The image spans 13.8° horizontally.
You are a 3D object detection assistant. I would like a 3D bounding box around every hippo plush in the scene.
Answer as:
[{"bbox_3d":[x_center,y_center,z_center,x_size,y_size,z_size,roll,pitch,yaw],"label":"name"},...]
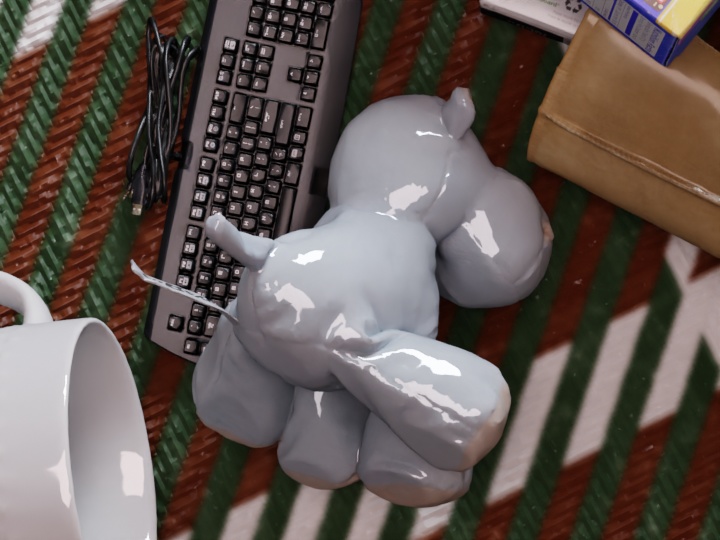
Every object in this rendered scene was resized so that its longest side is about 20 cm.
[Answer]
[{"bbox_3d":[0.000,0.000,1.410,0.200,0.159,0.161,39,58,-17],"label":"hippo plush"}]

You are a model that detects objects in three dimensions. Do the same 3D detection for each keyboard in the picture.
[{"bbox_3d":[-0.066,-0.053,1.453,0.104,0.040,0.201,10,86,3],"label":"keyboard"}]

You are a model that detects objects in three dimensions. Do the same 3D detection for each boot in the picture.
[{"bbox_3d":[0.168,-0.015,1.413,0.200,0.066,0.175,30,112,12],"label":"boot"}]

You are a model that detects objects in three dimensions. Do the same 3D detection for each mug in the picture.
[{"bbox_3d":[-0.199,0.085,1.411,0.175,0.148,0.200,-8,55,10],"label":"mug"}]

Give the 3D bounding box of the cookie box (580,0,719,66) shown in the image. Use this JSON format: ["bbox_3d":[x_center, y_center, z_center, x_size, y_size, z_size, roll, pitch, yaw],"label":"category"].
[{"bbox_3d":[0.117,-0.223,1.348,0.200,0.075,0.171,39,88,4],"label":"cookie box"}]

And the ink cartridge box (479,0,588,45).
[{"bbox_3d":[0.137,-0.203,1.452,0.094,0.037,0.201,21,90,4],"label":"ink cartridge box"}]
